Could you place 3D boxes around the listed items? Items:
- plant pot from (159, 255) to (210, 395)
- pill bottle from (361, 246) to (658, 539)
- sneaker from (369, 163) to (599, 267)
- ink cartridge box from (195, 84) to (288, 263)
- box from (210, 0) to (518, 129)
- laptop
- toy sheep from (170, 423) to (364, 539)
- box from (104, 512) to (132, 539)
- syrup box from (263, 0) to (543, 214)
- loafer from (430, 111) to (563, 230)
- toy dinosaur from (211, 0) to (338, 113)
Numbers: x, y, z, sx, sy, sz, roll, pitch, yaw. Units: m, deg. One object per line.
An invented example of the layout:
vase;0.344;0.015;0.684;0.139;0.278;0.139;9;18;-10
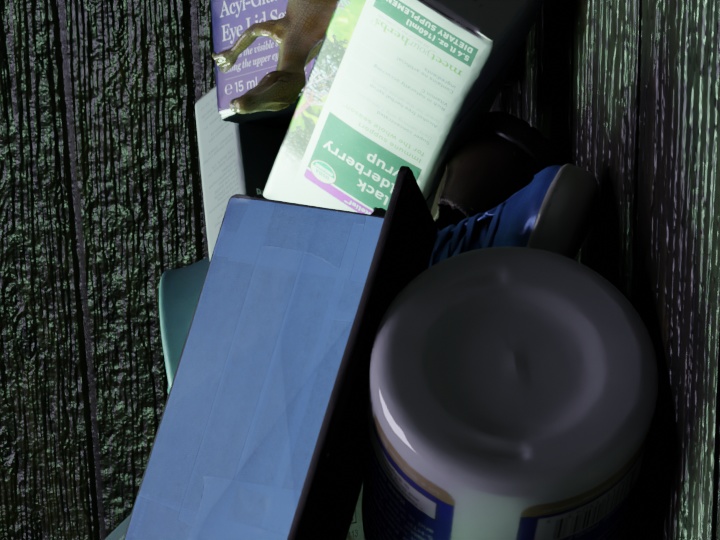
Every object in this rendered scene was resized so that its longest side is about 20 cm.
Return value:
plant pot;-0.029;0.052;1.681;0.200;0.187;0.201;-10;-90;-88
pill bottle;0.060;0.091;1.124;0.200;0.119;0.120;94;172;-56
sneaker;0.034;0.001;1.221;0.077;0.111;0.200;-58;-4;-35
ink cartridge box;0.000;0.000;1.493;0.043;0.197;0.201;-42;40;36
box;-0.003;-0.191;1.452;0.148;0.104;0.201;-12;80;45
laptop;-0.047;0.049;1.150;0.200;0.115;0.188;59;-133;-78
toy sheep;-0.034;0.118;1.272;0.200;0.137;0.139;31;127;59
box;-0.021;0.141;1.422;0.200;0.157;0.051;-43;26;20
syrup box;0.023;-0.095;1.295;0.082;0.079;0.200;-52;-8;-37
loafer;0.052;0.005;1.327;0.073;0.071;0.201;33;144;26
toy dinosaur;-0.020;-0.147;1.350;0.101;0.058;0.201;-14;47;54
